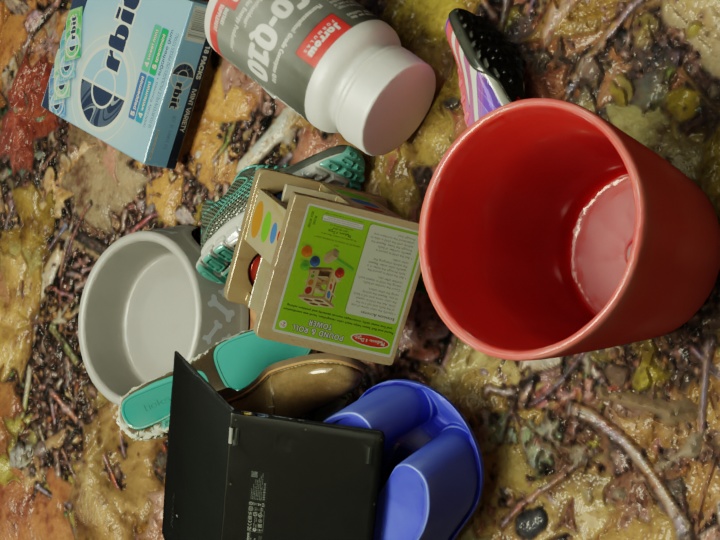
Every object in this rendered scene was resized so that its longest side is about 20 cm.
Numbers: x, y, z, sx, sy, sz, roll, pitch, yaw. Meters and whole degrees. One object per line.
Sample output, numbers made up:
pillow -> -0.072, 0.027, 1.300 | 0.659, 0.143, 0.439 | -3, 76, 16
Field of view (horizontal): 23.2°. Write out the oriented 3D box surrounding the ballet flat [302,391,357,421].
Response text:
ballet flat -> -0.073, 0.183, 1.598 | 0.074, 0.074, 0.200 | 39, 108, 36

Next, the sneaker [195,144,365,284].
sneaker -> -0.083, -0.072, 1.645 | 0.200, 0.078, 0.091 | -32, 50, 25

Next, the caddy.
caddy -> 0.021, 0.188, 1.503 | 0.141, 0.105, 0.200 | 43, 124, 18

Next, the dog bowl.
dog bowl -> -0.202, 0.050, 1.737 | 0.200, 0.059, 0.200 | -6, 80, 39

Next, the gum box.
gum box -> -0.237, -0.216, 1.795 | 0.200, 0.045, 0.170 | 30, 106, 44

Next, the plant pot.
plant pot -> 0.176, -0.022, 1.350 | 0.200, 0.177, 0.201 | -6, 80, 39

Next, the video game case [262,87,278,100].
video game case -> -0.069, -0.284, 1.691 | 0.143, 0.017, 0.200 | 46, 114, 34

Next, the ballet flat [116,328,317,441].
ballet flat -> -0.133, 0.108, 1.652 | 0.200, 0.072, 0.072 | -21, 68, 2

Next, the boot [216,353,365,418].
boot -> -0.071, 0.130, 1.538 | 0.200, 0.074, 0.076 | -27, 49, 37

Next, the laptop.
laptop -> -0.081, 0.188, 1.503 | 0.200, 0.116, 0.188 | 8, 110, 5

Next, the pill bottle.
pill bottle -> -0.036, -0.196, 1.580 | 0.200, 0.114, 0.114 | 38, 109, 26

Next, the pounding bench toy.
pounding bench toy -> 0.000, 0.000, 1.540 | 0.156, 0.200, 0.124 | -141, 65, -70

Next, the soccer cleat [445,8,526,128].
soccer cleat -> 0.112, -0.135, 1.492 | 0.073, 0.068, 0.200 | -43, 62, 33
